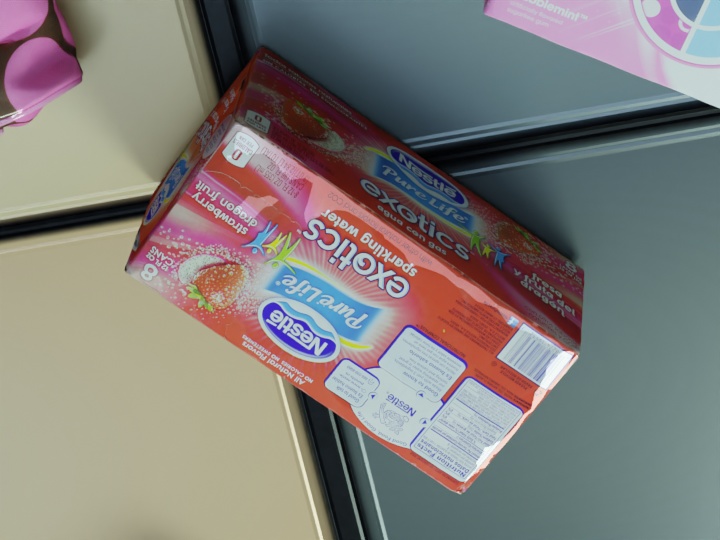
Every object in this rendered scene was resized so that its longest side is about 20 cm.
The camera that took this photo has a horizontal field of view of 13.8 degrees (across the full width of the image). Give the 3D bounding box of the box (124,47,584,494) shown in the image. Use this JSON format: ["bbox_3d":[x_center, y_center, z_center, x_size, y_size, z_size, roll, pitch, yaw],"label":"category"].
[{"bbox_3d":[0.000,0.000,1.413,0.200,0.096,0.100,34,114,-10],"label":"box"}]

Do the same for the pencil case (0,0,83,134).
[{"bbox_3d":[-0.197,-0.152,1.361,0.090,0.094,0.201,-17,114,13],"label":"pencil case"}]

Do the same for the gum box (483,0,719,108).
[{"bbox_3d":[0.169,-0.140,1.343,0.199,0.066,0.114,21,118,-5],"label":"gum box"}]
